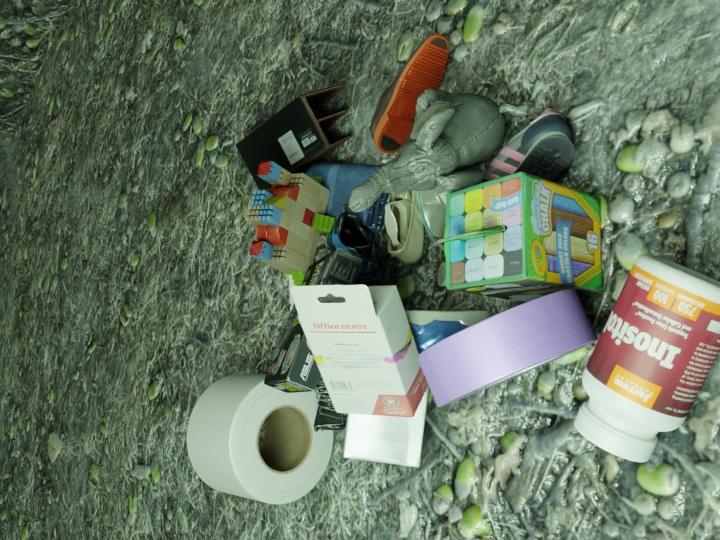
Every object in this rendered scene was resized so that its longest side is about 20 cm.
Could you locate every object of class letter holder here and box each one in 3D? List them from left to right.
[{"bbox_3d":[-0.103,-0.243,1.387,0.200,0.142,0.101,-25,95,44],"label":"letter holder"}]

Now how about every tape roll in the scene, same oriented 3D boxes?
[{"bbox_3d":[-0.163,0.271,1.247,0.139,0.202,0.204,-7,77,49],"label":"tape roll"},{"bbox_3d":[0.169,0.092,0.887,0.200,0.200,0.066,-34,73,40],"label":"tape roll"}]

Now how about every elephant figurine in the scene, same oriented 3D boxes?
[{"bbox_3d":[0.100,-0.148,0.988,0.141,0.200,0.155,30,132,10],"label":"elephant figurine"}]

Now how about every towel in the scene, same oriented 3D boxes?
[{"bbox_3d":[-0.030,-0.127,1.299,0.200,0.048,0.112,11,90,51],"label":"towel"}]

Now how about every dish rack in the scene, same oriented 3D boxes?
[{"bbox_3d":[-0.035,0.137,1.140,0.200,0.054,0.154,87,-169,-53],"label":"dish rack"}]

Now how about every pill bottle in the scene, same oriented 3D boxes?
[{"bbox_3d":[0.305,0.093,0.801,0.113,0.113,0.201,34,108,48],"label":"pill bottle"}]

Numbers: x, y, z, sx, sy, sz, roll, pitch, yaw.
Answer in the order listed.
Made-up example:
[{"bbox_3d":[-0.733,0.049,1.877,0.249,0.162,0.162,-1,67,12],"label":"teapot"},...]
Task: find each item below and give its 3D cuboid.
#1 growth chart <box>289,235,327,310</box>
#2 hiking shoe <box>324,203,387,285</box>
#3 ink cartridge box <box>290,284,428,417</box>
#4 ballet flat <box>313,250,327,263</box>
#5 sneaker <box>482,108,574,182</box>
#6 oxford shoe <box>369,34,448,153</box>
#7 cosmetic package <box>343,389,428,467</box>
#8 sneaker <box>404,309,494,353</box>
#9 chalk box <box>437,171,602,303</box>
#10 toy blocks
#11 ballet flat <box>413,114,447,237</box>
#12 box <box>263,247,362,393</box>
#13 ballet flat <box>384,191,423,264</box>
[{"bbox_3d":[-0.069,0.005,1.339,0.200,0.018,0.145,-6,77,49],"label":"growth chart"},{"bbox_3d":[0.000,0.000,1.181,0.200,0.074,0.087,60,155,24],"label":"hiking shoe"},{"bbox_3d":[0.001,0.085,0.952,0.116,0.068,0.201,-2,123,29],"label":"ink cartridge box"},{"bbox_3d":[-0.077,0.059,1.272,0.072,0.072,0.201,-13,72,48],"label":"ballet flat"},{"bbox_3d":[0.204,-0.135,1.024,0.200,0.070,0.082,-39,33,39],"label":"sneaker"},{"bbox_3d":[0.068,-0.288,1.204,0.200,0.071,0.073,-58,39,24],"label":"oxford shoe"},{"bbox_3d":[0.040,0.169,1.086,0.081,0.112,0.201,102,177,-84],"label":"cosmetic package"},{"bbox_3d":[0.084,0.112,1.013,0.077,0.199,0.112,123,147,-76],"label":"sneaker"},{"bbox_3d":[0.180,-0.037,0.910,0.125,0.200,0.124,-11,74,48],"label":"chalk box"},{"bbox_3d":[-0.124,-0.085,1.233,0.100,0.137,0.201,2,74,37],"label":"toy blocks"},{"bbox_3d":[0.117,-0.150,1.117,0.064,0.067,0.201,-18,68,37],"label":"ballet flat"},{"bbox_3d":[-0.072,0.078,1.115,0.201,0.044,0.160,-70,13,-15],"label":"box"},{"bbox_3d":[0.067,-0.111,1.164,0.069,0.069,0.201,-11,73,48],"label":"ballet flat"}]
